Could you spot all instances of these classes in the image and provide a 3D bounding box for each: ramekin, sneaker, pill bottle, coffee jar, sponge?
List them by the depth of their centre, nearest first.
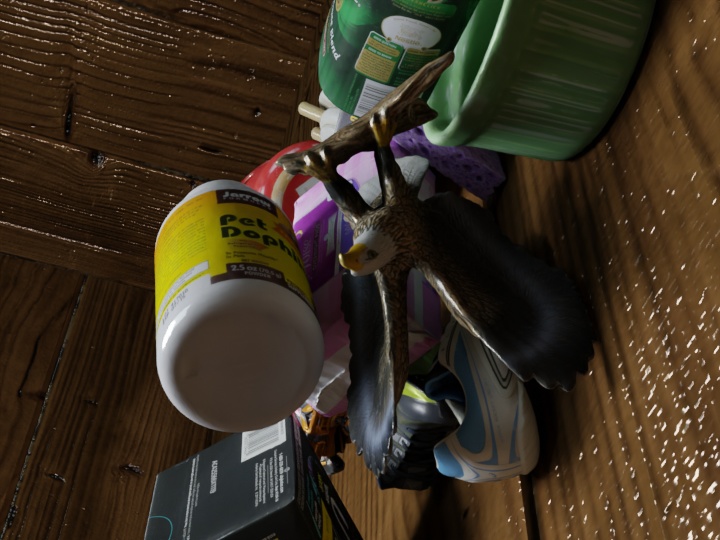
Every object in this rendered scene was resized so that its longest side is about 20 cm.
[{"bbox_3d":[0.035,-0.188,0.647,0.201,0.084,0.106,122,158,-59],"label":"coffee jar"},{"bbox_3d":[0.076,0.046,0.683,0.073,0.071,0.202,84,-174,-46],"label":"sneaker"},{"bbox_3d":[0.117,-0.172,0.690,0.200,0.096,0.204,-166,90,-80],"label":"ramekin"},{"bbox_3d":[-0.090,0.012,0.723,0.201,0.107,0.111,-111,36,-59],"label":"pill bottle"},{"bbox_3d":[0.048,0.127,0.800,0.200,0.072,0.083,118,153,-73],"label":"sneaker"},{"bbox_3d":[0.064,-0.145,0.901,0.030,0.110,0.201,-49,22,26],"label":"sponge"}]

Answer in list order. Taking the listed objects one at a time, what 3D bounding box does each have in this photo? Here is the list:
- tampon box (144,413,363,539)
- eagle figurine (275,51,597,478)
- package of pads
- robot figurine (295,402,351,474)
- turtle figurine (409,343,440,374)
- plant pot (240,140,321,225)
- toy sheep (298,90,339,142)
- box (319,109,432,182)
[{"bbox_3d":[-0.060,0.241,0.785,0.202,0.125,0.150,63,-177,-19],"label":"tampon box"},{"bbox_3d":[0.030,0.002,0.626,0.203,0.149,0.151,62,149,4],"label":"eagle figurine"},{"bbox_3d":[0.000,0.000,0.792,0.120,0.075,0.202,-35,33,28],"label":"package of pads"},{"bbox_3d":[-0.070,0.086,0.890,0.199,0.058,0.148,35,119,39],"label":"robot figurine"},{"bbox_3d":[-0.015,0.080,0.965,0.194,0.197,0.147,170,83,-73],"label":"turtle figurine"},{"bbox_3d":[-0.067,-0.050,1.257,0.182,0.197,0.205,149,134,-71],"label":"plant pot"},{"bbox_3d":[0.010,-0.177,1.154,0.202,0.137,0.138,-58,7,-11],"label":"toy sheep"},{"bbox_3d":[0.022,-0.102,1.016,0.199,0.048,0.161,-21,-50,-67],"label":"box"}]
